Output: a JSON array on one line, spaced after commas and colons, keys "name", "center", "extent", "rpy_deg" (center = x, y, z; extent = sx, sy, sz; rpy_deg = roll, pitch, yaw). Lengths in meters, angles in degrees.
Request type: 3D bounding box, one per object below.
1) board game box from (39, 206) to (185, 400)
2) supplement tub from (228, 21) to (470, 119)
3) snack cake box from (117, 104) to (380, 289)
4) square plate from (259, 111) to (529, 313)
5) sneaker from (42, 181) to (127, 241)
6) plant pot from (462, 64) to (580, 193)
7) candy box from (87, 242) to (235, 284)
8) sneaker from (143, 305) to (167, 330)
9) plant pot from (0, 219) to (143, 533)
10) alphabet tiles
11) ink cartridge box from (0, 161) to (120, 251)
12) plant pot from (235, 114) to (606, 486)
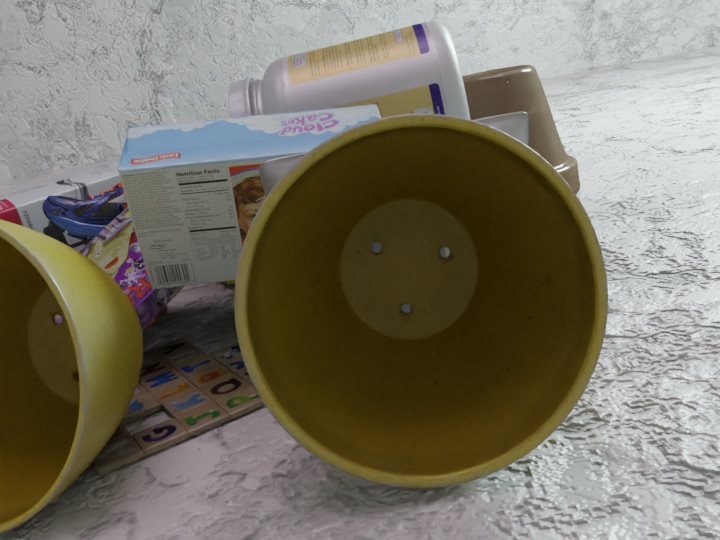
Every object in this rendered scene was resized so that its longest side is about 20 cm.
[{"name": "board game box", "center": [-0.226, 0.019, 0.688], "extent": [0.120, 0.032, 0.200], "rpy_deg": [27, 66, 34]}, {"name": "supplement tub", "center": [-0.006, -0.133, 0.703], "extent": [0.198, 0.147, 0.146], "rpy_deg": [-12, 16, 4]}, {"name": "snack cake box", "center": [-0.078, -0.059, 0.615], "extent": [0.198, 0.116, 0.067], "rpy_deg": [-6, 39, -4]}, {"name": "square plate", "center": [0.037, -0.016, 0.606], "extent": [0.196, 0.201, 0.029], "rpy_deg": [-11, 43, 0]}, {"name": "sneaker", "center": [-0.226, -0.073, 0.801], "extent": [0.198, 0.079, 0.075], "rpy_deg": [-1, 9, -5]}, {"name": "plant pot", "center": [0.190, -0.183, 1.058], "extent": [0.198, 0.176, 0.200], "rpy_deg": [-10, 15, 3]}, {"name": "candy box", "center": [-0.171, -0.015, 0.776], "extent": [0.198, 0.027, 0.102], "rpy_deg": [7, 10, 34]}, {"name": "sneaker", "center": [-0.255, 0.028, 0.816], "extent": [0.077, 0.078, 0.200], "rpy_deg": [-13, 15, -3]}, {"name": "plant pot", "center": [-0.233, 0.058, 0.536], "extent": [0.198, 0.202, 0.142], "rpy_deg": [-6, 3, 16]}, {"name": "alphabet tiles", "center": [-0.161, 0.097, 0.647], "extent": [0.166, 0.008, 0.199], "rpy_deg": [-20, 19, -28]}, {"name": "ink cartridge box", "center": [-0.334, -0.032, 0.918], "extent": [0.199, 0.147, 0.083], "rpy_deg": [-24, 21, -26]}, {"name": "plant pot", "center": [0.033, 0.010, 0.481], "extent": [0.198, 0.202, 0.142], "rpy_deg": [-10, 8, 2]}]
